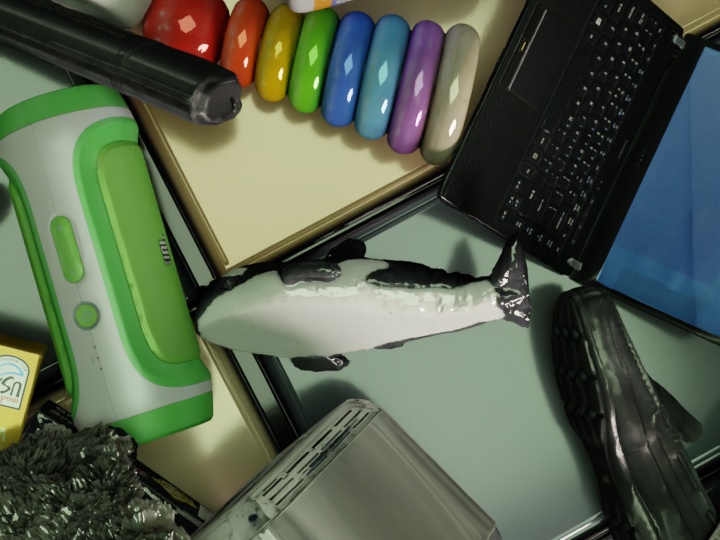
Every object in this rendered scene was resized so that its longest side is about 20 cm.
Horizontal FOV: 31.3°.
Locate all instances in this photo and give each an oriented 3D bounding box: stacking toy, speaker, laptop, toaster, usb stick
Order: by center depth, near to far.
[{"bbox_3d":[-0.017,0.166,0.720,0.129,0.200,0.114,49,128,2],"label":"toaster"},{"bbox_3d":[-0.159,-0.128,0.730,0.199,0.055,0.033,23,111,16],"label":"usb stick"},{"bbox_3d":[-0.147,0.000,0.740,0.088,0.088,0.202,-17,88,-6],"label":"speaker"},{"bbox_3d":[-0.033,-0.124,0.766,0.198,0.085,0.086,12,89,-1],"label":"stacking toy"},{"bbox_3d":[0.175,-0.075,0.770,0.199,0.103,0.178,28,86,-37],"label":"laptop"}]

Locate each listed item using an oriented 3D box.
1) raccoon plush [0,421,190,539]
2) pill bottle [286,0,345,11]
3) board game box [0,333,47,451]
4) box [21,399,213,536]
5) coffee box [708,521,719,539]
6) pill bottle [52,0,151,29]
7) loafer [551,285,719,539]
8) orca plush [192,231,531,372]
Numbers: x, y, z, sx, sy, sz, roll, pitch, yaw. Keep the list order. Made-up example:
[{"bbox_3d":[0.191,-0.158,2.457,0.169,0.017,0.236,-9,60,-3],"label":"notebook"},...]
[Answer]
[{"bbox_3d":[-0.171,0.148,0.630,0.198,0.134,0.098,-8,107,-17],"label":"raccoon plush"},{"bbox_3d":[0.043,-0.220,0.704,0.198,0.112,0.113,-16,92,-4],"label":"pill bottle"},{"bbox_3d":[-0.270,0.121,0.699,0.152,0.040,0.202,14,92,-12],"label":"board game box"},{"bbox_3d":[-0.182,0.206,0.765,0.158,0.046,0.201,35,87,-5],"label":"box"},{"bbox_3d":[0.290,0.161,0.781,0.113,0.080,0.201,37,86,-36],"label":"coffee box"},{"bbox_3d":[-0.135,-0.251,0.733,0.111,0.112,0.201,26,87,-6],"label":"pill bottle"},{"bbox_3d":[0.174,0.100,0.797,0.070,0.068,0.202,-22,98,-14],"label":"loafer"},{"bbox_3d":[0.000,0.000,0.770,0.198,0.105,0.072,-14,51,17],"label":"orca plush"}]
